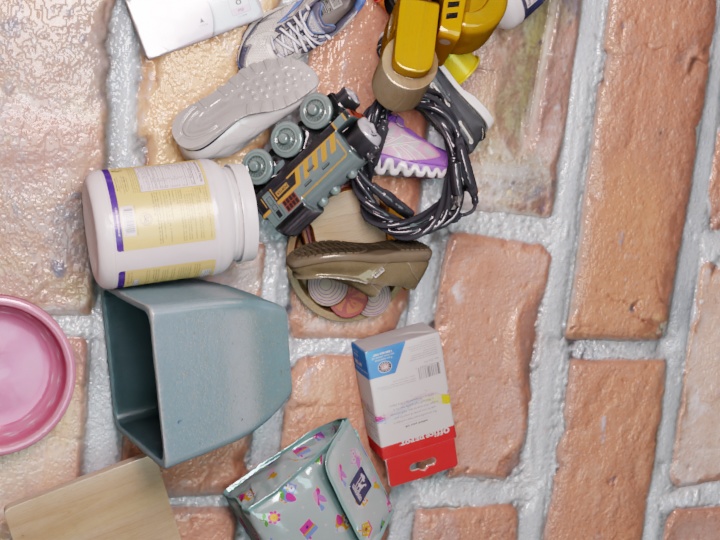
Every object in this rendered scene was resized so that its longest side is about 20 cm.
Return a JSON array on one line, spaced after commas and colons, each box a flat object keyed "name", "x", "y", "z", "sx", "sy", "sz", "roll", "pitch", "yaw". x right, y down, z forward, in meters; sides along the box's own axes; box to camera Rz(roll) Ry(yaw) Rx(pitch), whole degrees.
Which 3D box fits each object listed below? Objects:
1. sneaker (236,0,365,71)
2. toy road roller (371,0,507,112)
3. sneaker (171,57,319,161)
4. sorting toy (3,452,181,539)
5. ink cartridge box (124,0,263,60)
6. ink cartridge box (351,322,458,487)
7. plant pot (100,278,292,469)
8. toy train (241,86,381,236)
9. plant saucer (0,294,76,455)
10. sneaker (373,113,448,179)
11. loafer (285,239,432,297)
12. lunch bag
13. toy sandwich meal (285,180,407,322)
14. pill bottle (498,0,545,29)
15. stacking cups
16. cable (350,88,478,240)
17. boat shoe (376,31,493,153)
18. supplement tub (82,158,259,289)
[{"name": "sneaker", "x": -0.074, "y": -0.314, "z": 1.502, "sx": 0.199, "sy": 0.085, "sz": 0.077, "roll": -40, "pitch": 110, "yaw": -9}, {"name": "toy road roller", "x": 0.100, "y": -0.296, "z": 1.457, "sx": 0.144, "sy": 0.123, "sz": 0.203, "roll": 11, "pitch": 76, "yaw": -7}, {"name": "sneaker", "x": -0.142, "y": -0.200, "z": 1.493, "sx": 0.198, "sy": 0.081, "sz": 0.077, "roll": -25, "pitch": 64, "yaw": -2}, {"name": "sorting toy", "x": -0.340, "y": 0.354, "z": 1.533, "sx": 0.197, "sy": 0.069, "sz": 0.202, "roll": -18, "pitch": 105, "yaw": -16}, {"name": "ink cartridge box", "x": -0.226, "y": -0.384, "z": 1.452, "sx": 0.161, "sy": 0.057, "sz": 0.203, "roll": -23, "pitch": 111, "yaw": -13}, {"name": "ink cartridge box", "x": 0.064, "y": 0.188, "z": 1.654, "sx": 0.115, "sy": 0.067, "sz": 0.203, "roll": -14, "pitch": 104, "yaw": -17}, {"name": "plant pot", "x": -0.198, "y": 0.110, "z": 1.485, "sx": 0.198, "sy": 0.195, "sz": 0.200, "roll": -10, "pitch": 103, "yaw": -29}, {"name": "toy train", "x": -0.063, "y": -0.137, "z": 1.487, "sx": 0.200, "sy": 0.085, "sz": 0.115, "roll": -41, "pitch": 75, "yaw": 16}, {"name": "plant saucer", "x": -0.456, "y": 0.127, "z": 1.459, "sx": 0.197, "sy": 0.051, "sz": 0.204, "roll": -4, "pitch": 102, "yaw": -19}, {"name": "sneaker", "x": 0.051, "y": -0.169, "z": 1.583, "sx": 0.197, "sy": 0.080, "sz": 0.090, "roll": 4, "pitch": 91, "yaw": -20}, {"name": "loafer", "x": 0.000, "y": 0.000, "z": 1.524, "sx": 0.197, "sy": 0.076, "sz": 0.069, "roll": -2, "pitch": 105, "yaw": -16}, {"name": "lunch bag", "x": -0.058, "y": 0.321, "z": 1.607, "sx": 0.199, "sy": 0.122, "sz": 0.172, "roll": -34, "pitch": 107, "yaw": -20}, {"name": "toy sandwich meal", "x": -0.009, "y": -0.025, "z": 1.586, "sx": 0.202, "sy": 0.070, "sz": 0.209, "roll": -4, "pitch": 101, "yaw": -20}, {"name": "pill bottle", "x": 0.206, "y": -0.397, "z": 1.577, "sx": 0.200, "sy": 0.111, "sz": 0.111, "roll": -41, "pitch": 111, "yaw": -9}, {"name": "stacking cups", "x": 0.073, "y": -0.334, "z": 1.573, "sx": 0.200, "sy": 0.060, "sz": 0.061, "roll": 43, "pitch": 84, "yaw": -18}, {"name": "cable", "x": 0.061, "y": -0.145, "z": 1.527, "sx": 0.161, "sy": 0.051, "sz": 0.203, "roll": -17, "pitch": 95, "yaw": -4}, {"name": "boat shoe", "x": 0.093, "y": -0.238, "z": 1.573, "sx": 0.199, "sy": 0.075, "sz": 0.061, "roll": 38, "pitch": 72, "yaw": -11}, {"name": "supplement tub", "x": -0.236, "y": -0.061, "z": 1.455, "sx": 0.197, "sy": 0.145, "sz": 0.148, "roll": -8, "pitch": 102, "yaw": -19}]
